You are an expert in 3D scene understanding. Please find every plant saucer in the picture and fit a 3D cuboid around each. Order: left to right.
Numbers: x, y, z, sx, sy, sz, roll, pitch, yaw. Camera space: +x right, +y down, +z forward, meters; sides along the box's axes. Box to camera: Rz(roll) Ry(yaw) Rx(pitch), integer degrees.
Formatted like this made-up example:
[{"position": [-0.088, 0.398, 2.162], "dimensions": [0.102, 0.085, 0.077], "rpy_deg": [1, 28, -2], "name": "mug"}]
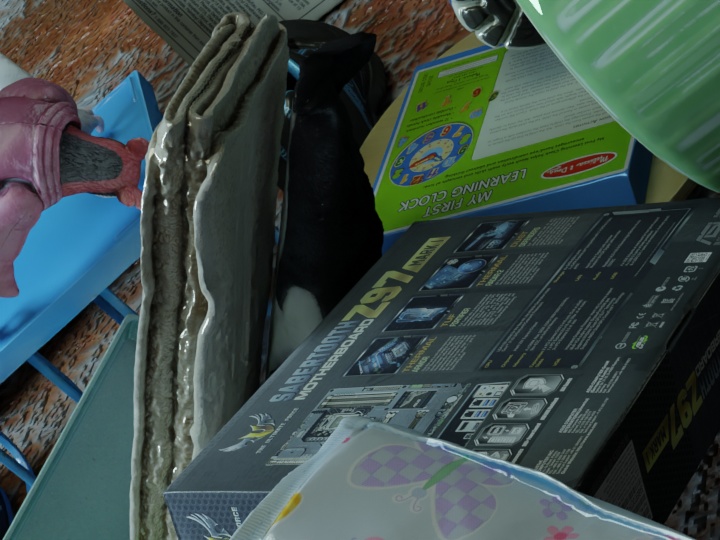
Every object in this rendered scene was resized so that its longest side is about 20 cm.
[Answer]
[{"position": [-0.117, 0.119, 0.894], "dimensions": [0.019, 0.070, 0.201], "rpy_deg": [-31, 29, 58], "name": "plant saucer"}]

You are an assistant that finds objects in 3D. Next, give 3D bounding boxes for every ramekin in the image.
[{"position": [0.130, -0.124, 0.789], "dimensions": [0.098, 0.200, 0.201], "rpy_deg": [-39, 29, 26], "name": "ramekin"}]

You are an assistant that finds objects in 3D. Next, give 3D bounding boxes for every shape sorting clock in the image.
[{"position": [0.076, -0.054, 0.927], "dimensions": [0.199, 0.039, 0.201], "rpy_deg": [-25, 34, 18], "name": "shape sorting clock"}]

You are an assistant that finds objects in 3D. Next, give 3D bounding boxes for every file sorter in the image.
[{"position": [-0.133, 0.034, 1.012], "dimensions": [0.200, 0.123, 0.139], "rpy_deg": [-41, 30, 11], "name": "file sorter"}]

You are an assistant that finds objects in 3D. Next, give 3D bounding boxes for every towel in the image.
[{"position": [-0.058, 0.008, 0.829], "dimensions": [0.034, 0.202, 0.133], "rpy_deg": [10, 30, 7], "name": "towel"}]

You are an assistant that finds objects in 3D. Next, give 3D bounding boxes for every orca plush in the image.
[{"position": [0.000, 0.000, 0.872], "dimensions": [0.105, 0.070, 0.202], "rpy_deg": [-95, 10, -68], "name": "orca plush"}]

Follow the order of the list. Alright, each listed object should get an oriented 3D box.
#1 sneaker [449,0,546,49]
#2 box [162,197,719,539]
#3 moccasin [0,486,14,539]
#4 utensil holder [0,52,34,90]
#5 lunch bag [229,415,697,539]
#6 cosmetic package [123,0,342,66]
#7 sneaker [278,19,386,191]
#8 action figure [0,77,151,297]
[{"position": [0.125, -0.170, 0.935], "dimensions": [0.198, 0.079, 0.089], "rpy_deg": [-22, 23, 0], "name": "sneaker"}, {"position": [0.047, 0.043, 0.737], "dimensions": [0.156, 0.051, 0.200], "rpy_deg": [-3, 26, 32], "name": "box"}, {"position": [-0.215, 0.156, 1.028], "dimensions": [0.080, 0.068, 0.201], "rpy_deg": [-36, 31, 19], "name": "moccasin"}, {"position": [-0.246, -0.023, 1.188], "dimensions": [0.201, 0.170, 0.170], "rpy_deg": [-52, 29, -7], "name": "utensil holder"}, {"position": [0.030, 0.156, 0.581], "dimensions": [0.168, 0.127, 0.202], "rpy_deg": [17, 80, 29], "name": "lunch bag"}, {"position": [-0.040, -0.210, 1.210], "dimensions": [0.199, 0.103, 0.088], "rpy_deg": [-33, 33, 21], "name": "cosmetic package"}, {"position": [-0.030, -0.094, 1.076], "dimensions": [0.073, 0.082, 0.200], "rpy_deg": [-44, 28, 8], "name": "sneaker"}, {"position": [-0.181, -0.057, 0.911], "dimensions": [0.198, 0.149, 0.135], "rpy_deg": [-2, 53, 10], "name": "action figure"}]
